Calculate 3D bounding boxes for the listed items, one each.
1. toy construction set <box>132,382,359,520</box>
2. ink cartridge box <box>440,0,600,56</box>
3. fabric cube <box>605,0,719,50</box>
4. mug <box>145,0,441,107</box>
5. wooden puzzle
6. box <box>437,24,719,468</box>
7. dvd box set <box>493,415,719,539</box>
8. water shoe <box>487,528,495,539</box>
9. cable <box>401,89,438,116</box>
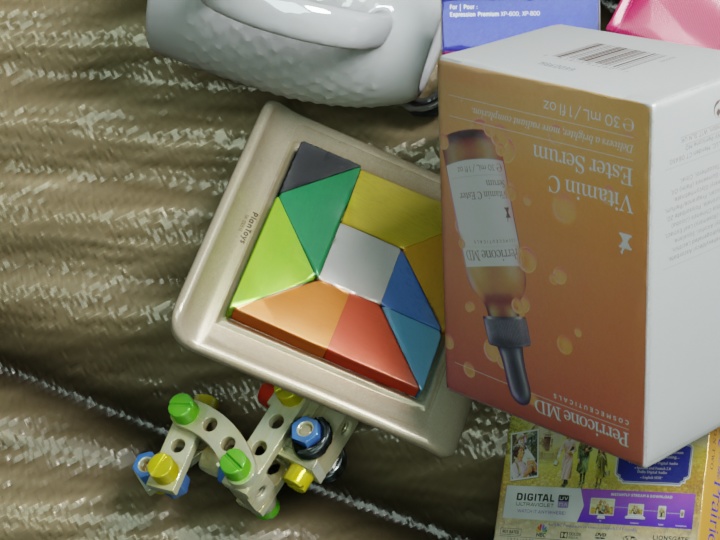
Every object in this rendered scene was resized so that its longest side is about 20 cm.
[{"bbox_3d":[-0.058,0.075,1.064,0.131,0.092,0.201,21,81,30],"label":"toy construction set"},{"bbox_3d":[0.099,-0.122,1.002,0.094,0.200,0.037,0,64,6],"label":"ink cartridge box"},{"bbox_3d":[0.276,-0.169,0.990,0.199,0.200,0.197,29,91,6],"label":"fabric cube"},{"bbox_3d":[-0.034,-0.174,1.015,0.174,0.200,0.148,20,108,4],"label":"mug"},{"bbox_3d":[0.000,0.000,1.031,0.199,0.037,0.186,25,62,-7],"label":"wooden puzzle"},{"bbox_3d":[0.132,-0.019,0.887,0.152,0.106,0.201,18,119,44],"label":"box"},{"bbox_3d":[0.155,0.091,0.979,0.146,0.029,0.201,-5,69,41],"label":"dvd box set"},{"bbox_3d":[0.112,0.180,1.036,0.079,0.071,0.201,-1,87,-28],"label":"water shoe"},{"bbox_3d":[0.092,-0.192,1.080,0.200,0.050,0.097,-36,80,2],"label":"cable"}]
